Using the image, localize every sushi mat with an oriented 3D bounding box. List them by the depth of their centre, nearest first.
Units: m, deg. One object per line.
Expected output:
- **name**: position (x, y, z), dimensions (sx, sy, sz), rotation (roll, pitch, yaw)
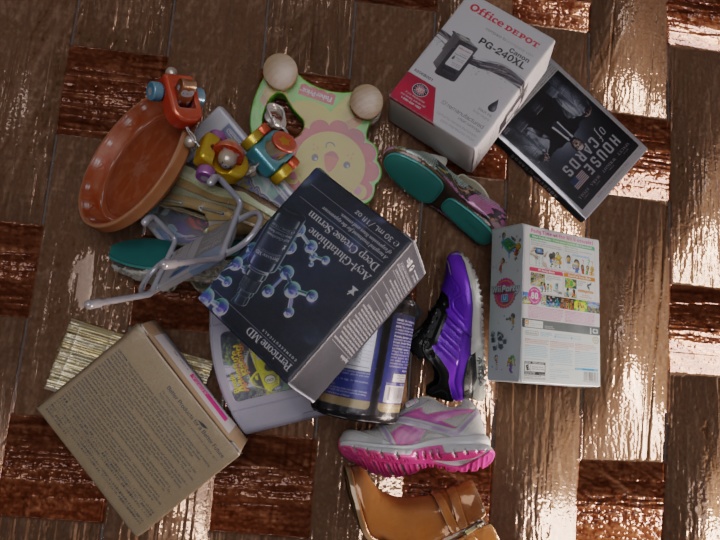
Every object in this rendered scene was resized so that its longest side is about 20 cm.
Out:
- **sushi mat**: position (-0.300, 0.135, 0.970), dimensions (0.199, 0.012, 0.096), rotation (17, 80, -3)

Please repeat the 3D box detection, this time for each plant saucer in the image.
- **plant saucer**: position (-0.282, -0.137, 0.949), dimensions (0.032, 0.200, 0.201), rotation (37, 75, -43)

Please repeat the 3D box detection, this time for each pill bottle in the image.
- **pill bottle**: position (0.009, 0.081, 0.922), dimensions (0.111, 0.112, 0.202), rotation (11, 85, -4)

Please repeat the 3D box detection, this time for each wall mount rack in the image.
- **wall mount rack**: position (-0.208, -0.018, 0.825), dimensions (0.075, 0.199, 0.174), rotation (48, 32, -29)

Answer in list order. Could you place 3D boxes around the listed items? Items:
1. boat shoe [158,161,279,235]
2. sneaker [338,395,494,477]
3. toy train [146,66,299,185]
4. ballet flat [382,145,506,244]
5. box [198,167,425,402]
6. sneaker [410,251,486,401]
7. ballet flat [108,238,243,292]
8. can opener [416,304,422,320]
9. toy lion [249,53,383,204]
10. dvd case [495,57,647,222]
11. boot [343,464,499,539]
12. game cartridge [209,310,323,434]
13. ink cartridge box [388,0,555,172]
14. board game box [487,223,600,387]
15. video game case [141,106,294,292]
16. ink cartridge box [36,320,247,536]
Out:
- **boat shoe**: position (-0.168, -0.066, 0.930), dimensions (0.199, 0.072, 0.076), rotation (24, 77, 18)
- **sneaker**: position (0.070, 0.211, 0.968), dimensions (0.198, 0.082, 0.089), rotation (-2, 54, 3)
- **toy train**: position (-0.151, -0.179, 0.905), dimensions (0.199, 0.056, 0.151), rotation (1, 69, -41)
- **ballet flat**: position (0.120, -0.116, 1.035), dimensions (0.199, 0.069, 0.071), rotation (36, 54, -6)
- **box**: position (-0.050, 0.016, 0.833), dimensions (0.148, 0.107, 0.200), rotation (38, 82, 22)
- **sneaker**: position (0.110, 0.077, 0.985), dimensions (0.099, 0.070, 0.202), rotation (-4, 91, 0)
- **ballet flat**: position (-0.226, 0.000, 0.954), dimensions (0.198, 0.072, 0.072), rotation (1, 80, 12)
- **can opener**: position (0.000, 0.000, 1.011), dimensions (0.053, 0.067, 0.200), rotation (-43, 100, -11)
- **toy lion**: position (-0.061, -0.174, 1.028), dimensions (0.199, 0.069, 0.193), rotation (19, 87, -2)
- **dvd case**: position (0.296, -0.191, 1.082), dimensions (0.200, 0.025, 0.150), rotation (43, 79, 3)
- **boot**: position (0.076, 0.305, 0.950), dimensions (0.154, 0.074, 0.201), rotation (-28, 99, -5)
- **game cartridge**: position (-0.119, 0.107, 0.943), dimensions (0.132, 0.041, 0.201), rotation (-12, 107, -4)
- **ink cartridge box**: position (0.153, -0.263, 1.037), dimensions (0.145, 0.083, 0.200), rotation (34, 79, 13)
- **board game box**: position (0.245, 0.050, 0.990), dimensions (0.147, 0.064, 0.202), rotation (9, 80, -32)
- **video game case**: position (-0.185, -0.080, 0.983), dimensions (0.182, 0.023, 0.200), rotation (-41, 87, 10)
- **ink cartridge box**: position (-0.263, 0.189, 0.915), dimensions (0.164, 0.075, 0.200), rotation (-38, 89, 0)
